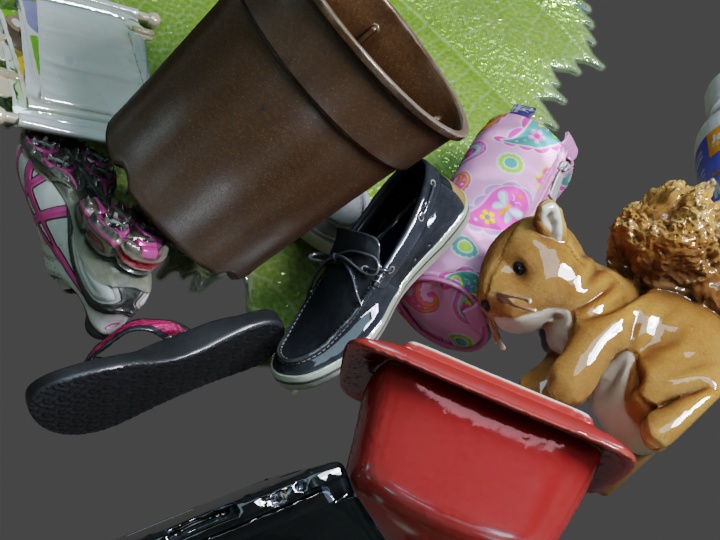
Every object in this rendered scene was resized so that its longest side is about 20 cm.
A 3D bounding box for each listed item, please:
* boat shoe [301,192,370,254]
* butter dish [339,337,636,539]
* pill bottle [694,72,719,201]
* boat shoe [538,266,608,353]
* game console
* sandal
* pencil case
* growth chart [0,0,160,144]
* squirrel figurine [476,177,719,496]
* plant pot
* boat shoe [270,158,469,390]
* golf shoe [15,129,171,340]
[{"bbox_3d":[-0.041,-0.104,1.289,0.070,0.072,0.202,-12,59,-22],"label":"boat shoe"},{"bbox_3d":[0.059,0.149,1.089,0.198,0.200,0.149,22,75,3],"label":"butter dish"},{"bbox_3d":[0.329,-0.070,1.334,0.111,0.112,0.201,7,54,-9],"label":"pill bottle"},{"bbox_3d":[0.229,0.048,1.260,0.201,0.075,0.075,6,68,-3],"label":"boat shoe"},{"bbox_3d":[-0.087,0.207,1.025,0.199,0.176,0.117,-19,87,-26],"label":"game console"},{"bbox_3d":[-0.146,0.062,1.149,0.199,0.075,0.045,-18,60,-33],"label":"sandal"},{"bbox_3d":[0.098,-0.034,1.267,0.087,0.088,0.200,28,54,6],"label":"pencil case"},{"bbox_3d":[-0.221,-0.162,1.274,0.144,0.018,0.201,15,39,-20],"label":"growth chart"},{"bbox_3d":[0.184,0.024,1.171,0.200,0.142,0.187,-40,80,-14],"label":"squirrel figurine"},{"bbox_3d":[-0.060,-0.110,1.167,0.200,0.198,0.201,45,16,-17],"label":"plant pot"},{"bbox_3d":[0.000,0.000,1.175,0.200,0.062,0.074,-49,38,-18],"label":"boat shoe"},{"bbox_3d":[-0.210,-0.033,1.193,0.072,0.092,0.200,12,25,-38],"label":"golf shoe"}]
